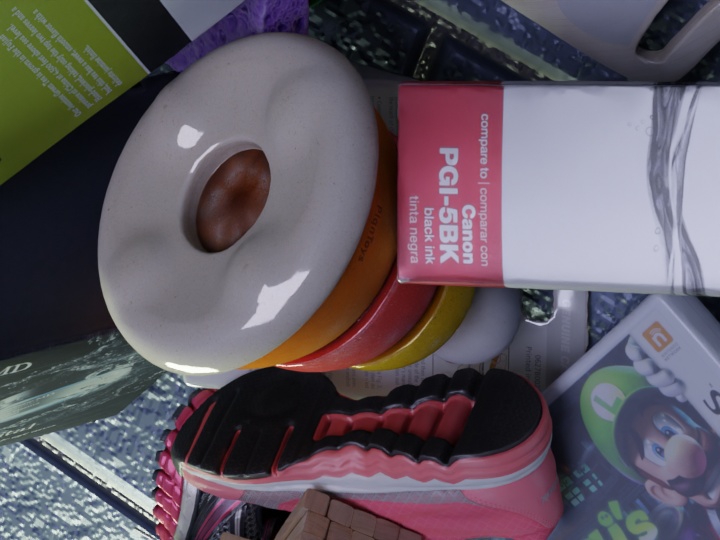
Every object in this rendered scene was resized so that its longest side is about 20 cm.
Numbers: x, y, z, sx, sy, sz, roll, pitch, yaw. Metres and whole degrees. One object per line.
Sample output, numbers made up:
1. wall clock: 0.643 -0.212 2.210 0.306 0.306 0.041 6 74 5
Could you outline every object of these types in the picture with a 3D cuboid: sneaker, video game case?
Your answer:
1. sneaker: 0.002 0.099 1.017 0.200 0.074 0.087 -1 130 30
2. video game case: 0.140 0.126 0.995 0.182 0.023 0.200 49 134 7
3. sneaker: -0.068 0.161 1.119 0.075 0.081 0.201 18 114 23

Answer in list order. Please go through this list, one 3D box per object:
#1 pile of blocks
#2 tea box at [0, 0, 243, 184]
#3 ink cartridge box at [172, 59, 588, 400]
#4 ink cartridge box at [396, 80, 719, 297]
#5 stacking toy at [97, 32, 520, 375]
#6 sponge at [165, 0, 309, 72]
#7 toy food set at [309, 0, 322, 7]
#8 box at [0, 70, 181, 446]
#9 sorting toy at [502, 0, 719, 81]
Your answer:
1. pile of blocks: -0.057 0.170 1.026 0.200 0.062 0.082 -26 126 38
2. tea box: -0.174 -0.155 0.863 0.197 0.134 0.200 -36 70 0
3. ink cartridge box: 0.012 -0.017 1.042 0.199 0.050 0.161 3 109 11
4. ink cartridge box: 0.132 -0.034 0.872 0.200 0.147 0.083 2 94 26
5. stacking toy: 0.000 0.000 0.941 0.146 0.200 0.146 -20 58 34
6. sponge: -0.062 -0.166 0.935 0.112 0.030 0.200 40 139 38
7. toy food set: -0.067 -0.218 1.007 0.200 0.049 0.198 39 123 14
8. box: -0.183 0.012 1.020 0.200 0.196 0.118 -39 69 57
9. sorting toy: 0.103 -0.160 0.888 0.180 0.107 0.200 39 123 -22
